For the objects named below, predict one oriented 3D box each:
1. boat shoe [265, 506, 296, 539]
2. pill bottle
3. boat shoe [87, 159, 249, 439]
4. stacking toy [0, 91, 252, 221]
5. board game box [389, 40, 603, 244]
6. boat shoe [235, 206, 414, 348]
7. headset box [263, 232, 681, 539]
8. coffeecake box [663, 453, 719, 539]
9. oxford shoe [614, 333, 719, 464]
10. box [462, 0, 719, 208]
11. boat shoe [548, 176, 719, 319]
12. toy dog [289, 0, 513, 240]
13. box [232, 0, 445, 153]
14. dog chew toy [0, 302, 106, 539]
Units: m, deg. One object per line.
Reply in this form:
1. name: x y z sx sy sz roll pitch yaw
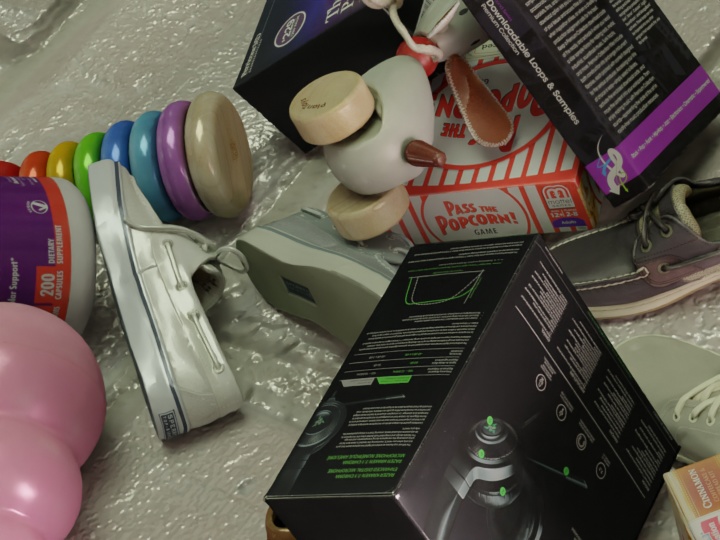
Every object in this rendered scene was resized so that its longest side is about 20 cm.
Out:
1. boat shoe: 0.022 0.108 1.387 0.076 0.074 0.200 25 59 36
2. pill bottle: -0.273 -0.004 1.520 0.200 0.112 0.112 -1 38 -24
3. boat shoe: -0.113 0.007 1.525 0.086 0.075 0.202 -16 55 -7
4. stacking toy: -0.178 -0.063 1.627 0.200 0.085 0.085 -9 44 16
5. board game box: 0.096 -0.105 1.584 0.151 0.046 0.200 -5 44 25
6. boat shoe: 0.000 0.001 1.490 0.072 0.070 0.201 -35 32 -21
7. headset box: 0.062 0.112 1.287 0.093 0.174 0.200 -6 42 41
8. coffeecake box: 0.267 0.140 1.213 0.200 0.154 0.073 -20 43 0
9. oxford shoe: 0.211 0.084 1.360 0.075 0.058 0.200 -36 44 -13
10. box: 0.136 -0.151 1.505 0.036 0.200 0.143 -32 6 38
11. boat shoe: 0.197 -0.024 1.465 0.200 0.065 0.072 -11 45 9
12. toy dog: 0.042 -0.110 1.472 0.096 0.132 0.200 5 64 38
13. box: 0.007 -0.195 1.650 0.141 0.079 0.200 -31 30 39
14. dog chew toy: -0.217 0.119 1.432 0.125 0.125 0.200 -7 53 13
